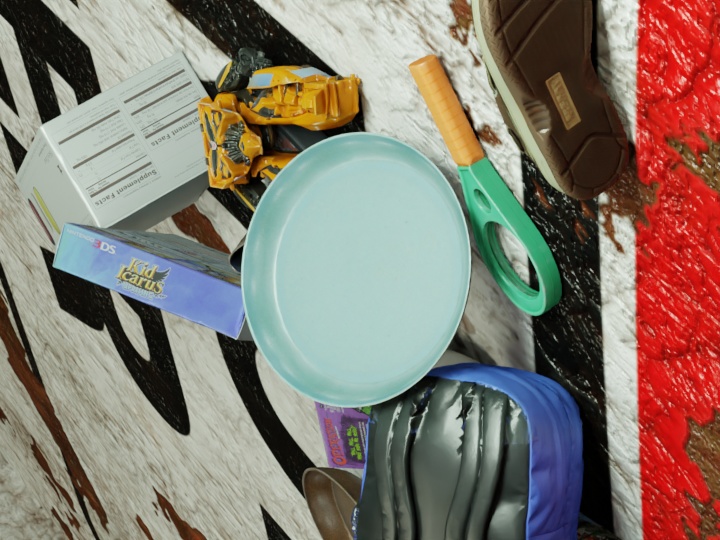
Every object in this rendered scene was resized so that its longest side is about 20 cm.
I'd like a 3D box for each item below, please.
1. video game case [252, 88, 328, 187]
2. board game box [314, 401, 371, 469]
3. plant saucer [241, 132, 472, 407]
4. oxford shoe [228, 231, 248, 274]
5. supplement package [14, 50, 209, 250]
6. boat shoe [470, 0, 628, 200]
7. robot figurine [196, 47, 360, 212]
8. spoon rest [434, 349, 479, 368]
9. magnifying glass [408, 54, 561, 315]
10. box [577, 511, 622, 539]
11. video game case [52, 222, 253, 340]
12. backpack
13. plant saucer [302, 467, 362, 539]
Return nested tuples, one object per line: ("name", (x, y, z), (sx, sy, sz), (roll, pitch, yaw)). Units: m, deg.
("video game case", (-0.019, -0.035, 1.715), (0.200, 0.025, 0.181), (47, 157, 31))
("board game box", (0.018, 0.094, 1.702), (0.032, 0.120, 0.200), (-82, -13, -44))
("plant saucer", (0.000, 0.000, 1.497), (0.200, 0.200, 0.027), (49, -160, 26))
("oxford shoe", (-0.045, -0.006, 1.672), (0.071, 0.073, 0.200), (64, 159, -14))
("supplement package", (-0.223, -0.098, 1.926), (0.111, 0.156, 0.200), (58, 160, 2))
("boat shoe", (0.097, -0.135, 1.215), (0.075, 0.075, 0.203), (42, 156, 53))
("robot figurine", (-0.065, -0.104, 1.623), (0.200, 0.058, 0.146), (6, 108, 54))
("spoon rest", (0.084, 0.142, 1.675), (0.099, 0.061, 0.201), (21, 134, 27))
("magnifying glass", (0.085, -0.058, 1.432), (0.200, 0.022, 0.080), (65, 160, -14))
("box", (0.203, 0.288, 1.626), (0.136, 0.038, 0.200), (31, 146, 54))
("video game case", (-0.136, 0.012, 1.785), (0.199, 0.046, 0.181), (20, -175, 27))
("backpack", (0.085, 0.167, 1.521), (0.162, 0.168, 0.201), (3, 98, 28))
("plant saucer", (0.010, 0.281, 2.097), (0.200, 0.034, 0.200), (50, 159, 26))
